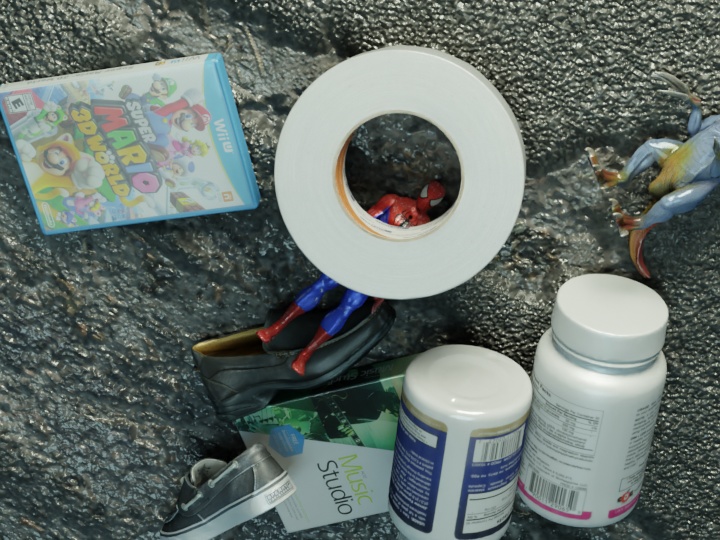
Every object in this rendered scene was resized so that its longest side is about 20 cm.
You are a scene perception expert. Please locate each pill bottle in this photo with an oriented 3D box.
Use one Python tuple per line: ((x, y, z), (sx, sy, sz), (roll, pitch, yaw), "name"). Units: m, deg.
((0.082, 0.175, 1.616), (0.111, 0.111, 0.200), (9, 120, 4), "pill bottle")
((0.200, 0.111, 1.596), (0.113, 0.113, 0.200), (10, 122, 4), "pill bottle")

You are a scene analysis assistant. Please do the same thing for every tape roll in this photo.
((0.033, -0.080, 1.497), (0.200, 0.066, 0.200), (1, 99, 7), "tape roll")

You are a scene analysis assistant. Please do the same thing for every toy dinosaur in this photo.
((0.277, -0.103, 1.498), (0.181, 0.105, 0.200), (-23, 153, 8), "toy dinosaur")

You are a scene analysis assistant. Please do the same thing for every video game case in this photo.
((-0.198, -0.106, 1.585), (0.200, 0.018, 0.143), (-7, 119, 13), "video game case")

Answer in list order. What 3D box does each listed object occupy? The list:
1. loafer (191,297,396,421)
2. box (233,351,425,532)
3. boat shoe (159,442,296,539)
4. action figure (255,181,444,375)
((-0.062, 0.066, 1.639), (0.200, 0.073, 0.072), (-27, 109, 22), "loafer")
((0.000, 0.159, 1.704), (0.200, 0.036, 0.144), (-15, 118, 16), "box")
((-0.136, 0.208, 1.722), (0.068, 0.072, 0.200), (59, 142, 0), "boat shoe")
((0.000, 0.000, 1.573), (0.065, 0.052, 0.200), (43, 93, 1), "action figure")
